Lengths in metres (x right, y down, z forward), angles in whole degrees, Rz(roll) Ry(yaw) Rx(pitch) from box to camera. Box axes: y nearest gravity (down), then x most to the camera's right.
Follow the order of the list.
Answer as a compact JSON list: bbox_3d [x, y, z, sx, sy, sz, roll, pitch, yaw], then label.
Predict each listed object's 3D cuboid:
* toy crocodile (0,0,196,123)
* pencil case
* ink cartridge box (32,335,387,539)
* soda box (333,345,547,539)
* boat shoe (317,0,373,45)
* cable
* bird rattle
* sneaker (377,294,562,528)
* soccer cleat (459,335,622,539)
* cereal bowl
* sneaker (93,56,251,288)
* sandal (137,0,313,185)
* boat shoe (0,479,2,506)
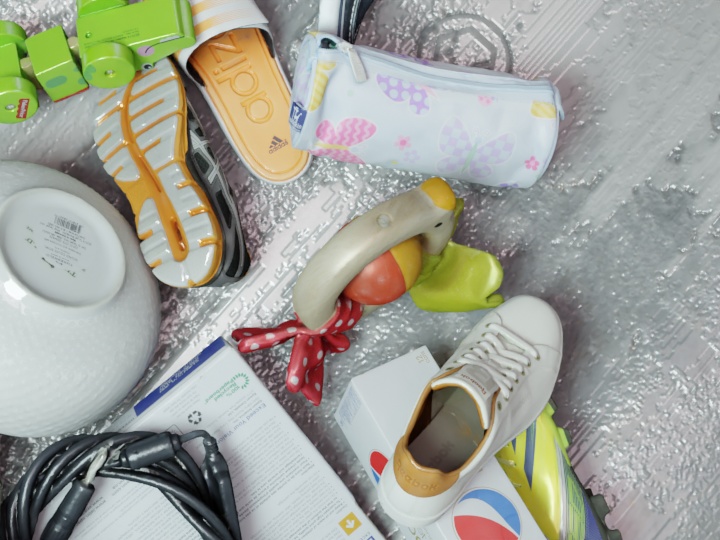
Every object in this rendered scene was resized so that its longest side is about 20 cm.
[{"bbox_3d":[-0.214,-0.151,0.924,0.199,0.062,0.068,-18,64,3],"label":"toy crocodile"},{"bbox_3d":[0.045,-0.117,0.934,0.199,0.083,0.091,10,125,-14],"label":"pencil case"},{"bbox_3d":[-0.113,0.184,0.918,0.196,0.043,0.200,-39,110,-7],"label":"ink cartridge box"},{"bbox_3d":[0.062,0.158,0.898,0.068,0.064,0.201,-22,69,-25],"label":"soda box"},{"bbox_3d":[0.026,-0.249,0.963,0.090,0.071,0.201,13,82,1],"label":"boat shoe"},{"bbox_3d":[-0.156,0.207,0.861,0.162,0.051,0.201,-11,105,-15],"label":"cable"},{"bbox_3d":[0.000,0.000,0.903,0.199,0.163,0.113,-23,67,-15],"label":"bird rattle"},{"bbox_3d":[0.087,0.081,0.861,0.073,0.085,0.200,30,57,11],"label":"sneaker"},{"bbox_3d":[0.116,0.143,0.939,0.083,0.065,0.201,-29,88,-7],"label":"soccer cleat"},{"bbox_3d":[-0.219,0.006,0.861,0.199,0.083,0.201,22,48,-27],"label":"cereal bowl"},{"bbox_3d":[-0.135,-0.072,0.938,0.078,0.077,0.201,-26,68,22],"label":"sneaker"},{"bbox_3d":[-0.095,-0.162,0.952,0.079,0.059,0.207,-32,88,-7],"label":"sandal"},{"bbox_3d":[-0.237,0.206,0.778,0.063,0.071,0.201,-2,63,10],"label":"boat shoe"}]
